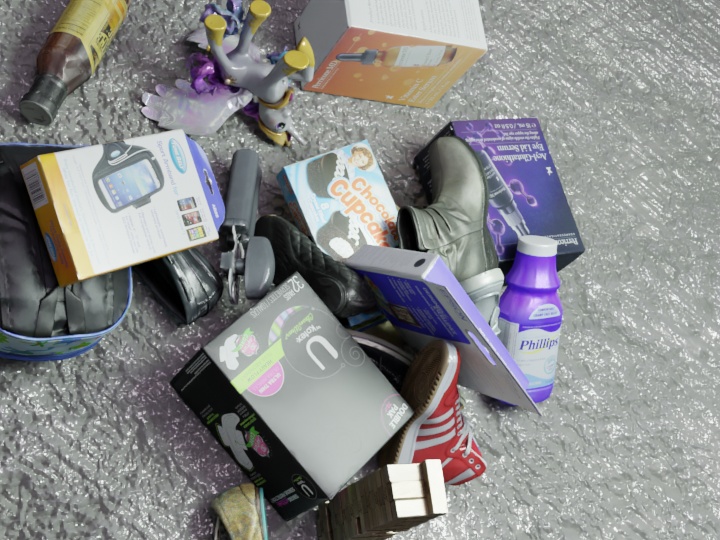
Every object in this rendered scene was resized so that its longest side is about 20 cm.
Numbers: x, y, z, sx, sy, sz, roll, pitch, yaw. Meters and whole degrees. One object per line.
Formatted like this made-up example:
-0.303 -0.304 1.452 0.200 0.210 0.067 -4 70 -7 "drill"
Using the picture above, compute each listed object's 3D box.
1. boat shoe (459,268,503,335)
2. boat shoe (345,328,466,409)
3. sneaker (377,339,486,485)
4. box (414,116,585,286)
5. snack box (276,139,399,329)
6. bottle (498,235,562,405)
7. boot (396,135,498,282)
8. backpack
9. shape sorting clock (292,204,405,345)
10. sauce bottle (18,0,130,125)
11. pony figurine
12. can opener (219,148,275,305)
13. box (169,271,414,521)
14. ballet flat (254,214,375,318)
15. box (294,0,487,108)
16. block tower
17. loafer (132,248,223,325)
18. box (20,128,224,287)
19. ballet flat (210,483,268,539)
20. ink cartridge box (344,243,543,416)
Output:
0.136 0.055 1.280 0.070 0.201 0.072 -20 75 -10 "boat shoe"
0.034 0.125 1.261 0.199 0.074 0.063 34 74 -22 "boat shoe"
0.099 0.161 1.211 0.112 0.201 0.071 9 36 -17 "sneaker"
0.178 -0.086 1.424 0.147 0.104 0.201 -8 71 -31 "box"
-0.007 -0.043 1.292 0.116 0.037 0.201 -21 84 -25 "snack box"
0.203 0.060 1.331 0.083 0.065 0.202 -5 108 -32 "bottle"
0.093 -0.070 1.300 0.130 0.067 0.202 0 74 -46 "boot"
-0.320 -0.012 1.092 0.182 0.147 0.202 0 70 -34 "backpack"
0.000 0.000 1.326 0.198 0.039 0.202 5 74 -19 "shape sorting clock"
-0.327 -0.251 1.255 0.066 0.066 0.201 28 60 -14 "sauce bottle"
-0.142 -0.230 1.289 0.192 0.200 0.167 24 63 2 "pony figurine"
-0.123 -0.050 1.256 0.066 0.053 0.201 1 56 5 "can opener"
-0.073 0.135 1.172 0.200 0.124 0.148 50 56 0 "box"
-0.061 -0.002 1.243 0.057 0.067 0.200 10 22 -46 "ballet flat"
0.036 -0.302 1.419 0.199 0.152 0.107 3 67 -26 "box"
0.016 0.243 1.122 0.057 0.200 0.054 2 66 -27 "block tower"
-0.234 -0.027 1.195 0.201 0.068 0.070 47 45 -5 "loafer"
-0.222 -0.066 1.073 0.199 0.041 0.120 -20 92 -50 "box"
-0.113 0.318 1.109 0.070 0.071 0.202 -3 70 -29 "ballet flat"
0.097 0.060 1.189 0.043 0.200 0.198 -47 118 -16 "ink cartridge box"
